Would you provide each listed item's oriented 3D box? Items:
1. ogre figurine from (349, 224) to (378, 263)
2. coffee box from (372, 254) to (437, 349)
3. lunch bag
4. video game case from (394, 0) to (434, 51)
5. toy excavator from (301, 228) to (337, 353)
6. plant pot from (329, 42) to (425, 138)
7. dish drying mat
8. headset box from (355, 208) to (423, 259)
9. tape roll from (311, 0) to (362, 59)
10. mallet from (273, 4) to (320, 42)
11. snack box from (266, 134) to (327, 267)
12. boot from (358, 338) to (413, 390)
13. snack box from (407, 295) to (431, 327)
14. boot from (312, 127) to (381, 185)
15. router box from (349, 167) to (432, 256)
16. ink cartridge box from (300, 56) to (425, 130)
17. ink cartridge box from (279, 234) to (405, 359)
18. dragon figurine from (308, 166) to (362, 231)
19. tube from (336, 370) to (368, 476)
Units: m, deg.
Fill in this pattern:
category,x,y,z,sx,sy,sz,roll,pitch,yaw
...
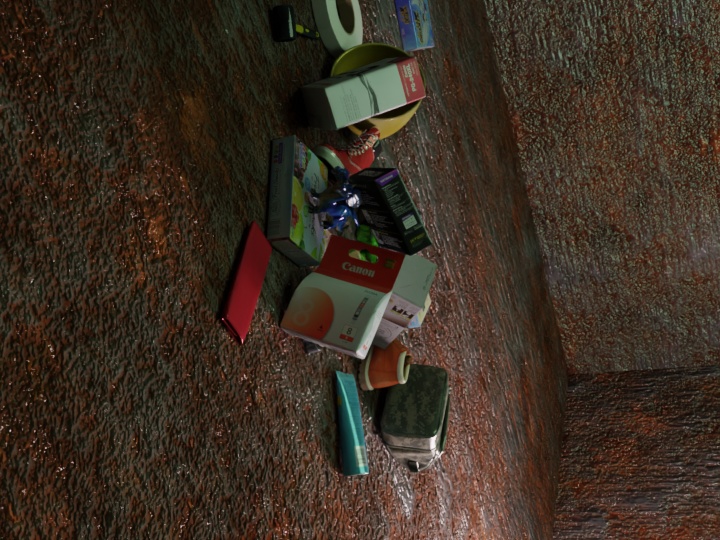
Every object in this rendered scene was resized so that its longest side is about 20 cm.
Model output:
category,x,y,z,sx,sy,sz,roll,pitch,yaw
ogre figurine,0.000,0.000,1.754,0.120,0.098,0.201,-42,125,-69
coffee box,0.068,0.061,1.766,0.200,0.080,0.113,-54,-169,53
lunch bag,0.128,0.328,1.947,0.168,0.139,0.201,83,16,-48
video game case,0.147,-0.712,2.401,0.181,0.045,0.201,-38,119,-64
toy excavator,-0.060,0.026,1.625,0.201,0.099,0.194,69,23,-12
plant pot,0.029,-0.361,1.858,0.142,0.199,0.201,102,-7,-63
dish drying mat,-0.184,0.017,1.407,0.077,0.018,0.201,61,30,-44
headset box,0.074,-0.094,1.971,0.200,0.075,0.149,41,46,-49
tape roll,-0.049,-0.560,1.883,0.203,0.037,0.204,-8,90,-68
mallet,-0.120,-0.479,1.690,0.200,0.041,0.066,-43,127,-68
snack box,-0.112,-0.123,1.577,0.142,0.053,0.201,41,46,-61
boot,0.068,0.173,1.870,0.201,0.107,0.075,-76,148,-45
snack box,0.121,0.025,2.131,0.116,0.037,0.201,-57,136,-55
boot,-0.021,-0.242,1.732,0.145,0.072,0.200,-59,158,-4
router box,0.049,-0.110,1.578,0.150,0.051,0.200,63,-11,-14
ink cartridge box,0.002,-0.343,1.677,0.145,0.199,0.084,27,-43,65
ink cartridge box,-0.030,0.037,1.513,0.050,0.162,0.201,42,67,-60
dragon figurine,-0.029,-0.113,1.576,0.200,0.099,0.059,54,36,-54
tube,-0.019,0.298,1.701,0.077,0.050,0.201,31,50,-68
